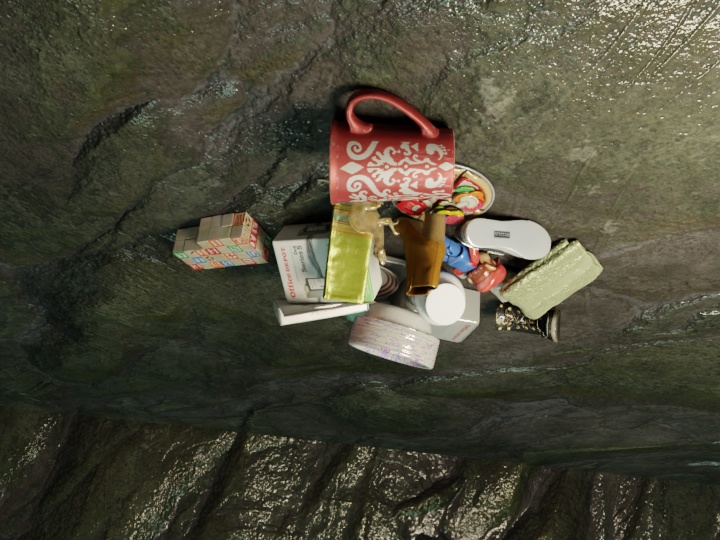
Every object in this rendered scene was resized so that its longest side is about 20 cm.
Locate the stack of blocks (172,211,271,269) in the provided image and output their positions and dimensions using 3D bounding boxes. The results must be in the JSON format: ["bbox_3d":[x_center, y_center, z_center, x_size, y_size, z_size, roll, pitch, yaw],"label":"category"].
[{"bbox_3d":[-0.304,-0.060,1.531,0.195,0.060,0.115,-6,152,24],"label":"stack of blocks"}]

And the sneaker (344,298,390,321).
[{"bbox_3d":[-0.012,0.125,1.726,0.197,0.122,0.073,7,-170,41],"label":"sneaker"}]

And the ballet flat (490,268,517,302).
[{"bbox_3d":[0.342,0.042,1.577,0.195,0.067,0.071,13,154,-13],"label":"ballet flat"}]

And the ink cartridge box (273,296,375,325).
[{"bbox_3d":[-0.077,0.081,1.504,0.194,0.045,0.173,-8,-167,-13],"label":"ink cartridge box"}]

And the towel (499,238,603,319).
[{"bbox_3d":[0.398,0.021,1.487,0.199,0.037,0.147,-37,133,25],"label":"towel"}]

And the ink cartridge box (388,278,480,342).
[{"bbox_3d":[0.171,0.096,1.702,0.194,0.090,0.146,13,154,-8],"label":"ink cartridge box"}]

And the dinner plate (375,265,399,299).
[{"bbox_3d":[-0.010,0.016,1.592,0.194,0.025,0.201,6,154,3],"label":"dinner plate"}]

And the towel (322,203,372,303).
[{"bbox_3d":[-0.020,-0.042,1.362,0.083,0.206,0.018,7,-175,-3],"label":"towel"}]

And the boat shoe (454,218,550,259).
[{"bbox_3d":[0.274,-0.062,1.382,0.194,0.074,0.068,4,-179,-20],"label":"boat shoe"}]

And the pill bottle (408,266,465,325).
[{"bbox_3d":[0.159,0.051,1.491,0.105,0.112,0.200,9,-172,-6],"label":"pill bottle"}]

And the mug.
[{"bbox_3d":[0.050,-0.181,1.126,0.194,0.137,0.178,2,156,2],"label":"mug"}]

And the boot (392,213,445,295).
[{"bbox_3d":[0.100,-0.026,1.361,0.069,0.148,0.200,13,173,-21],"label":"boot"}]

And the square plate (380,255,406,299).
[{"bbox_3d":[0.000,0.000,1.617,0.195,0.029,0.198,14,154,-13],"label":"square plate"}]

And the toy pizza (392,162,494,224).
[{"bbox_3d":[0.148,-0.132,1.310,0.194,0.033,0.201,6,154,3],"label":"toy pizza"}]

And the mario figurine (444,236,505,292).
[{"bbox_3d":[0.217,-0.037,1.467,0.197,0.108,0.123,29,-175,-19],"label":"mario figurine"}]

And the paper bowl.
[{"bbox_3d":[0.077,0.140,1.566,0.195,0.107,0.201,17,171,3],"label":"paper bowl"}]

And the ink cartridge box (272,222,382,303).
[{"bbox_3d":[-0.067,-0.016,1.463,0.194,0.084,0.149,-3,116,19],"label":"ink cartridge box"}]

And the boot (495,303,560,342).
[{"bbox_3d":[0.388,0.117,1.659,0.146,0.076,0.200,5,-174,12],"label":"boot"}]

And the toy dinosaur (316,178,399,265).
[{"bbox_3d":[0.012,-0.114,1.302,0.100,0.202,0.058,-29,169,-30],"label":"toy dinosaur"}]
